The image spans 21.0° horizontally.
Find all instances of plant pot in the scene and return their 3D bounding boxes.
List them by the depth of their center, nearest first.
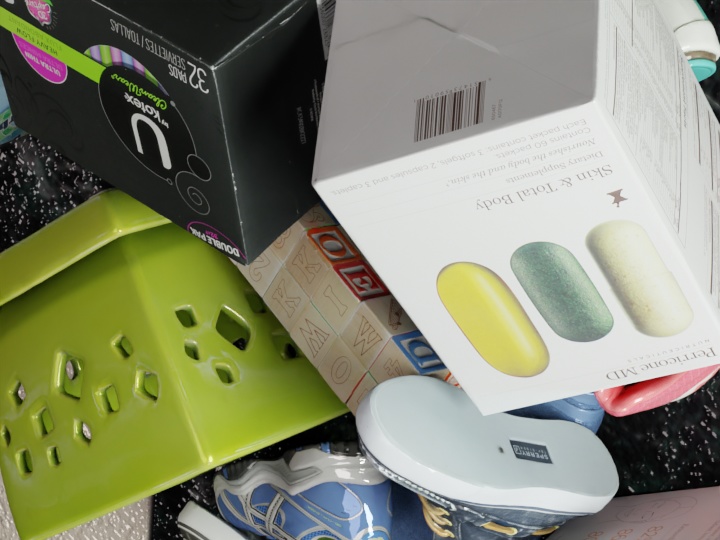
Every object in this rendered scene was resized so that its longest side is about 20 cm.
[{"bbox_3d":[-0.127,0.044,1.251,0.199,0.198,0.183,-27,85,39],"label":"plant pot"}]

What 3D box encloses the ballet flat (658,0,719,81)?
[{"bbox_3d":[0.114,-0.110,1.114,0.199,0.069,0.070,-23,94,33],"label":"ballet flat"}]

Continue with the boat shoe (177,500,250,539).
[{"bbox_3d":[-0.062,0.242,1.340,0.200,0.071,0.064,42,82,14],"label":"boat shoe"}]

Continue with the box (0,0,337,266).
[{"bbox_3d":[-0.103,-0.129,1.093,0.199,0.124,0.149,29,146,30],"label":"box"}]

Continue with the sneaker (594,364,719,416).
[{"bbox_3d":[0.201,0.018,1.080,0.074,0.087,0.201,45,126,11],"label":"sneaker"}]

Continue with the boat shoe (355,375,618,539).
[{"bbox_3d":[0.054,0.123,1.105,0.091,0.199,0.071,-41,49,31],"label":"boat shoe"}]

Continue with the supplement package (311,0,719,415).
[{"bbox_3d":[0.092,-0.054,1.003,0.150,0.152,0.200,-14,136,24],"label":"supplement package"}]

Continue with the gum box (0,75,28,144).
[{"bbox_3d":[-0.215,-0.169,1.241,0.044,0.170,0.201,39,124,15],"label":"gum box"}]

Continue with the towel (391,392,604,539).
[{"bbox_3d":[0.080,0.115,1.223,0.111,0.048,0.201,35,123,19],"label":"towel"}]

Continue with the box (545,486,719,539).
[{"bbox_3d":[0.195,0.199,1.111,0.199,0.152,0.107,-11,101,37],"label":"box"}]

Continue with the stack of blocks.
[{"bbox_3d":[0.000,0.000,1.167,0.200,0.115,0.059,51,127,24],"label":"stack of blocks"}]

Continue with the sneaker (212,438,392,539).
[{"bbox_3d":[-0.041,0.158,1.270,0.200,0.075,0.078,-25,72,62],"label":"sneaker"}]
